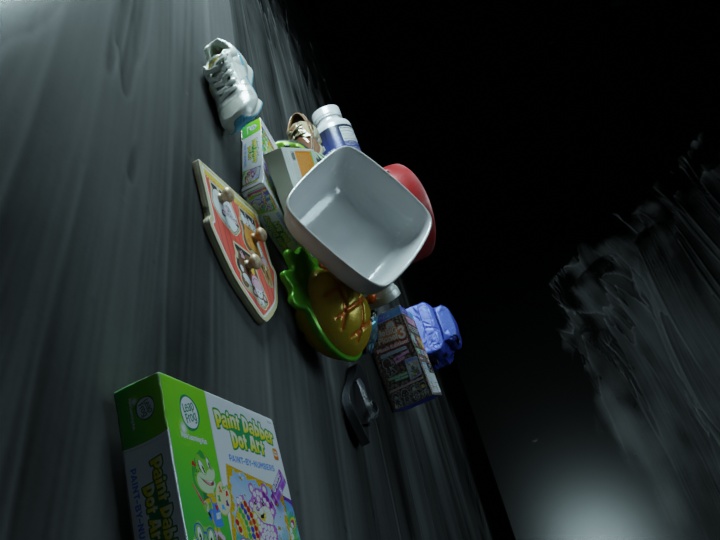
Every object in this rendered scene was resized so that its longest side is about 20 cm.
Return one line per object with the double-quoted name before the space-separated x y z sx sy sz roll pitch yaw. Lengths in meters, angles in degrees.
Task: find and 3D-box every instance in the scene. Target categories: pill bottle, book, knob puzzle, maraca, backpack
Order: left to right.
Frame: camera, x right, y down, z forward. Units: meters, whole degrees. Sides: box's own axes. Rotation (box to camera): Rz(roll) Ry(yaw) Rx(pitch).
"knob puzzle" -0.145 -0.027 0.921 0.220 0.030 0.225 -23 91 -81
"book" -0.096 -0.130 1.154 0.200 0.047 0.137 -44 116 -79
"maraca" -0.053 0.052 1.043 0.200 0.105 0.139 48 25 -32
"pill bottle" -0.062 -0.333 1.875 0.111 0.109 0.205 34 33 -73
"backpack" 0.203 0.199 1.991 0.201 0.163 0.167 57 19 -62

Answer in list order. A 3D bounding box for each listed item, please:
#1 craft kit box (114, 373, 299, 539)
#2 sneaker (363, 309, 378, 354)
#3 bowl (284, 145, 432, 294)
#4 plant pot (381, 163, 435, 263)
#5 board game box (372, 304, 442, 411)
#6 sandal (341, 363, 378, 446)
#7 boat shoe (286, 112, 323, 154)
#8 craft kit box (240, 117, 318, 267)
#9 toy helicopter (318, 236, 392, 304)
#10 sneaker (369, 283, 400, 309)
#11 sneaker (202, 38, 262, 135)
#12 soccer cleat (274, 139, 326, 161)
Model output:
"craft kit box" -0.104 0.201 0.546 0.200 0.047 0.202 50 18 -63
"sneaker" -0.001 0.107 1.375 0.200 0.077 0.099 -76 165 -77
"bowl" -0.007 -0.066 1.045 0.199 0.075 0.200 39 50 2
"plant pot" 0.030 -0.089 1.421 0.201 0.179 0.204 50 -25 35
"board game box" 0.094 0.198 1.560 0.159 0.095 0.205 36 33 -73
"sandal" 0.003 0.211 1.170 0.201 0.042 0.077 -90 156 -67
"boat shoe" -0.129 -0.279 1.508 0.072 0.075 0.202 51 11 -31
"craft kit box" -0.134 -0.117 1.165 0.201 0.047 0.202 -98 163 -48
"toy helicopter" 0.000 0.000 1.185 0.078 0.199 0.135 -32 91 -39
"sneaker" -0.009 0.007 1.285 0.198 0.073 0.118 0 -65 59
"sneaker" -0.205 -0.283 1.083 0.081 0.076 0.202 46 15 -41
"soccer cleat" -0.105 -0.206 1.373 0.196 0.070 0.080 13 4 -42
